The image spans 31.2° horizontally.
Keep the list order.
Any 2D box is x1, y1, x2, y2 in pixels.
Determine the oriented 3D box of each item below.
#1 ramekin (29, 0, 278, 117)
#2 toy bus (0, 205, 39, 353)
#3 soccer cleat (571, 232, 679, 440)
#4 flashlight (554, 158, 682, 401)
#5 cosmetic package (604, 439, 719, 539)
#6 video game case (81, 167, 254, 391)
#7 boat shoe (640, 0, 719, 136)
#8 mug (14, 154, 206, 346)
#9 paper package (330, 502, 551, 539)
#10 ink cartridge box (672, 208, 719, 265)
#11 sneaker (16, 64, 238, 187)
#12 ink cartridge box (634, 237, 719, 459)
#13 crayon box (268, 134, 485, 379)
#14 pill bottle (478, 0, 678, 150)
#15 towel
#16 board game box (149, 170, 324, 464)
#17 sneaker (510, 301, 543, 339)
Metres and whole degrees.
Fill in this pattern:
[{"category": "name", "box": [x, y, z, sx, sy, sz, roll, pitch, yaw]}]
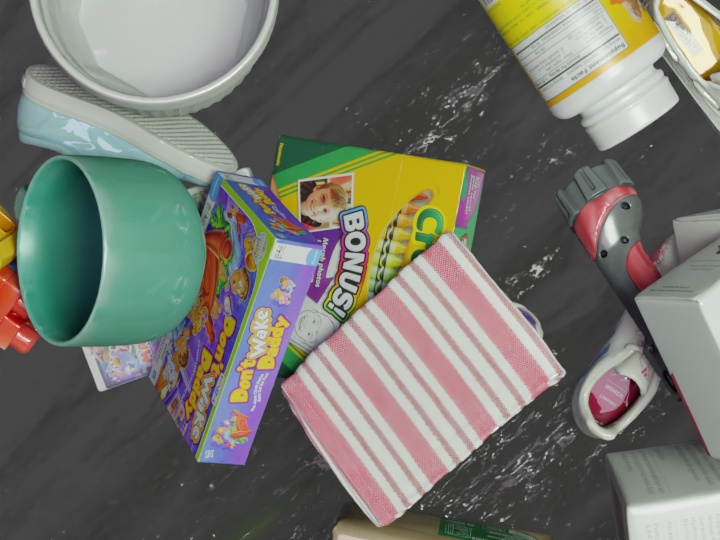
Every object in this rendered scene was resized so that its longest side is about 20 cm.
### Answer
[{"category": "ramekin", "box": [-0.165, -0.221, 1.063, 0.198, 0.105, 0.202, 0, 83, -3]}, {"category": "toy bus", "box": [-0.351, 0.002, 1.079, 0.192, 0.200, 0.136, 40, 104, -7]}, {"category": "soccer cleat", "box": [0.248, 0.059, 1.091, 0.070, 0.086, 0.201, 29, 98, 1]}, {"category": "flashlight", "box": [0.235, 0.002, 1.050, 0.068, 0.068, 0.201, -17, 58, -24]}, {"category": "cosmetic package", "box": [0.319, 0.234, 1.067, 0.198, 0.165, 0.166, -9, 96, 7]}, {"category": "video game case", "box": [-0.167, 0.009, 1.152, 0.199, 0.018, 0.144, -20, 95, 7]}, {"category": "boat shoe", "box": [0.310, -0.160, 1.069, 0.071, 0.070, 0.200, -40, 92, 8]}, {"category": "mug", "box": [-0.203, -0.028, 1.064, 0.152, 0.114, 0.186, -46, 56, 39]}, {"category": "paper package", "box": [0.060, 0.314, 1.128, 0.198, 0.103, 0.192, 10, 98, 4]}, {"category": "ink cartridge box", "box": [0.351, 0.040, 1.059, 0.144, 0.084, 0.202, -12, 96, -20]}, {"category": "sneaker", "box": [-0.206, -0.107, 1.124, 0.199, 0.074, 0.082, 25, 120, 1]}, {"category": "ink cartridge box", "box": [0.326, 0.032, 0.959, 0.199, 0.083, 0.146, -31, 101, -19]}, {"category": "crayon box", "box": [0.000, 0.000, 1.074, 0.171, 0.058, 0.202, 11, 92, 26]}, {"category": "pill bottle", "box": [0.174, -0.202, 1.055, 0.109, 0.109, 0.201, -33, 93, 7]}, {"category": "towel", "box": [0.044, 0.086, 1.008, 0.200, 0.030, 0.147, -43, 72, 15]}, {"category": "board game box", "box": [-0.107, 0.038, 1.064, 0.044, 0.134, 0.201, 9, 111, -32]}, {"category": "sneaker", "box": [0.059, 0.076, 1.110, 0.199, 0.083, 0.081, -20, 95, 7]}]
